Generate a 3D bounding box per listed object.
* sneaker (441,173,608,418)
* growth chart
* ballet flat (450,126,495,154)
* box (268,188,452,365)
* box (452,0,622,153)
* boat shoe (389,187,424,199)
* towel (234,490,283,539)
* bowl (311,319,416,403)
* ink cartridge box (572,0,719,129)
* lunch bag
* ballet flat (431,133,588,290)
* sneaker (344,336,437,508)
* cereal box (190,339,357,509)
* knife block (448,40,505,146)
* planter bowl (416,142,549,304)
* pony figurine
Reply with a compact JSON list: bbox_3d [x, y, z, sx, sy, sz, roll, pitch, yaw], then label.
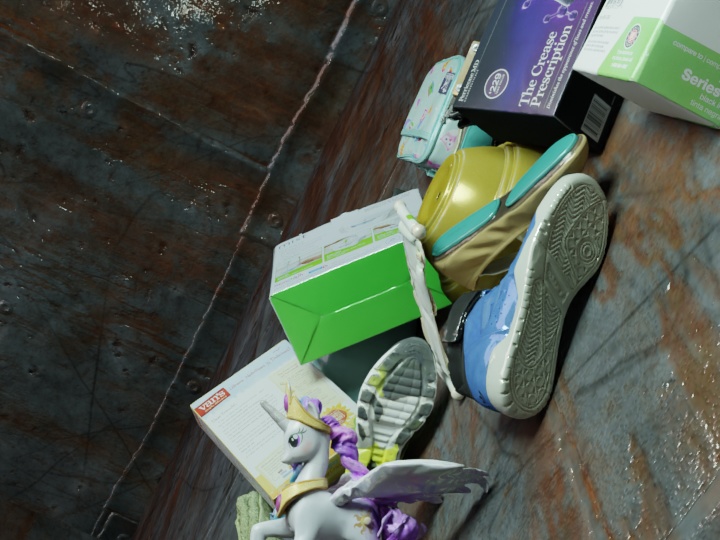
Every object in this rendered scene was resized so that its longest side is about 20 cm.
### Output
[{"bbox_3d":[0.129,0.015,0.896,0.111,0.076,0.203,9,80,61],"label":"sneaker"},{"bbox_3d":[0.065,0.028,1.076,0.145,0.017,0.203,-111,6,-69],"label":"growth chart"},{"bbox_3d":[0.149,-0.179,1.324,0.203,0.069,0.069,-67,11,-8],"label":"ballet flat"},{"bbox_3d":[0.000,0.000,1.276,0.197,0.098,0.177,-22,18,4],"label":"box"},{"bbox_3d":[0.190,-0.222,1.021,0.140,0.078,0.203,15,79,55],"label":"box"},{"bbox_3d":[0.034,-0.047,1.598,0.202,0.062,0.074,124,164,-48],"label":"boat shoe"},{"bbox_3d":[-0.073,0.310,1.128,0.036,0.149,0.200,-39,10,-4],"label":"towel"},{"bbox_3d":[-0.018,0.117,1.369,0.203,0.104,0.201,-60,12,21],"label":"bowl"},{"bbox_3d":[0.255,-0.220,0.808,0.202,0.083,0.146,-64,11,10],"label":"ink cartridge box"},{"bbox_3d":[0.116,-0.208,1.500,0.162,0.076,0.200,-65,10,3],"label":"lunch bag"},{"bbox_3d":[0.145,-0.048,0.968,0.200,0.063,0.069,-39,13,43],"label":"ballet flat"},{"bbox_3d":[0.024,0.153,1.121,0.085,0.073,0.203,-79,9,-72],"label":"sneaker"},{"bbox_3d":[-0.087,0.173,1.231,0.143,0.040,0.199,-33,40,-18],"label":"cereal box"},{"bbox_3d":[0.182,-0.174,1.183,0.198,0.175,0.065,20,83,34],"label":"knife block"},{"bbox_3d":[0.110,-0.060,1.105,0.202,0.082,0.201,-62,11,20],"label":"planter bowl"},{"bbox_3d":[-0.005,0.207,0.916,0.167,0.190,0.204,137,143,-68],"label":"pony figurine"}]
